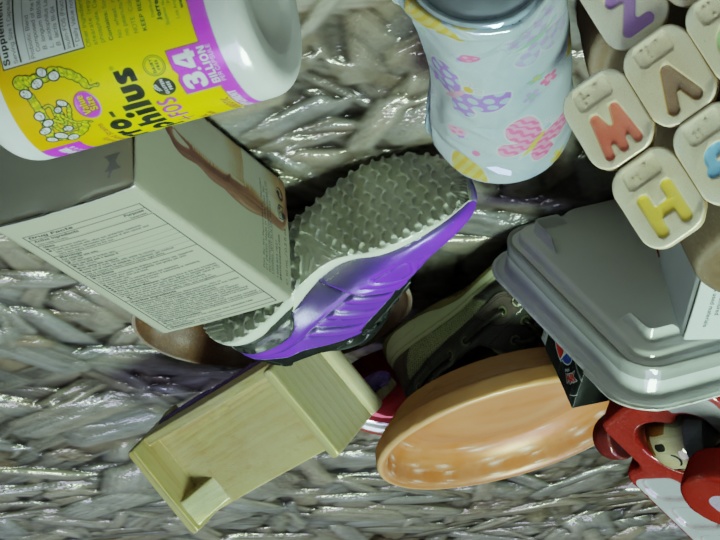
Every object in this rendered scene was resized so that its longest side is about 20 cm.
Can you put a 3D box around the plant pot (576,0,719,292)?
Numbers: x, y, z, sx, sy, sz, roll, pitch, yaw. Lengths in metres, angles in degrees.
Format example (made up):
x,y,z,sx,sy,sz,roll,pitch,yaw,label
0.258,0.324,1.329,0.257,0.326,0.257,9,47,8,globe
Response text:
x,y,z,sx,sy,sz,roll,pitch,yaw,label
0.225,-0.085,1.196,0.198,0.176,0.201,-4,156,-2,plant pot

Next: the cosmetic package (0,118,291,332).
x,y,z,sx,sy,sz,roll,pitch,yaw,label
-0.130,-0.041,1.319,0.102,0.088,0.200,-13,156,20,cosmetic package

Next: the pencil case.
x,y,z,sx,sy,sz,roll,pitch,yaw,label
0.072,-0.121,1.187,0.090,0.084,0.200,-24,156,-1,pencil case

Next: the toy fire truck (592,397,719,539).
x,y,z,sx,sy,sz,roll,pitch,yaw,label
0.241,0.131,1.430,0.200,0.113,0.167,41,148,-29,toy fire truck

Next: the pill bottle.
x,y,z,sx,sy,sz,roll,pitch,yaw,label
-0.138,-0.118,1.125,0.198,0.105,0.104,-14,155,18,pill bottle

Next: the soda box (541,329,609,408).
x,y,z,sx,sy,sz,roll,pitch,yaw,label
0.227,0.032,1.464,0.198,0.064,0.071,-10,143,-17,soda box

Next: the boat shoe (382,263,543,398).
x,y,z,sx,sy,sz,roll,pitch,yaw,label
0.104,0.036,1.534,0.200,0.066,0.071,-33,158,29,boat shoe

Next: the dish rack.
x,y,z,sx,sy,sz,roll,pitch,yaw,label
0.194,0.007,1.386,0.170,0.200,0.044,-14,124,-21,dish rack

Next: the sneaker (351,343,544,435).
x,y,z,sx,sy,sz,roll,pitch,yaw,label
0.079,0.059,1.628,0.198,0.079,0.116,-11,150,-20,sneaker

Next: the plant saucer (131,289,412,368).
x,y,z,sx,sy,sz,roll,pitch,yaw,label
-0.063,0.017,1.530,0.198,0.035,0.201,-5,155,-2,plant saucer

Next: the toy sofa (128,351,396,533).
x,y,z,sx,sy,sz,roll,pitch,yaw,label
-0.073,0.108,1.594,0.083,0.098,0.200,50,136,-8,toy sofa

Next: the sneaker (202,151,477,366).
x,y,z,sx,sy,sz,roll,pitch,yaw,label
0.000,0.000,1.416,0.199,0.070,0.099,-30,141,17,sneaker

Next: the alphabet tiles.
x,y,z,sx,sy,sz,roll,pitch,yaw,label
0.205,-0.102,1.109,0.199,0.197,0.015,-35,168,19,alphabet tiles

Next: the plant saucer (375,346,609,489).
x,y,z,sx,sy,sz,roll,pitch,yaw,label
0.104,0.103,1.555,0.198,0.038,0.201,-14,157,-6,plant saucer

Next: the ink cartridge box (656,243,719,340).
x,y,z,sx,sy,sz,roll,pitch,yaw,label
0.284,-0.039,1.327,0.198,0.147,0.083,-1,136,-9,ink cartridge box
